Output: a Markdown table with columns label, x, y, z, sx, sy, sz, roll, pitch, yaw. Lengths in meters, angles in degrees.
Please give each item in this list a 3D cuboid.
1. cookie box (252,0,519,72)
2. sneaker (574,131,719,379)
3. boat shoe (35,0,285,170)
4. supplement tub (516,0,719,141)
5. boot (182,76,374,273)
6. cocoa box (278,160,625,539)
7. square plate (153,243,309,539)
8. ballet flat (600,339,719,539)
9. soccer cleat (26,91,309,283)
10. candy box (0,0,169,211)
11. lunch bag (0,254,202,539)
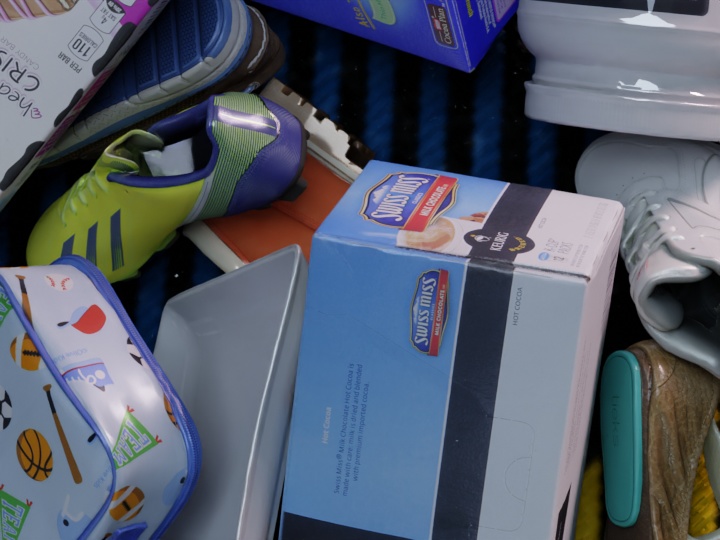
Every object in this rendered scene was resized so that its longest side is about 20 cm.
| label | x | y | z | sx | sy | sz | roll | pitch | yaw |
| --- | --- | --- | --- | --- | --- | --- | --- | --- | --- |
| cookie box | -0.022 | -0.208 | 1.409 | 0.200 | 0.171 | 0.075 | 21 | 58 | 29 |
| sneaker | 0.161 | -0.008 | 1.361 | 0.200 | 0.099 | 0.078 | 45 | 121 | 38 |
| boat shoe | -0.128 | -0.088 | 1.466 | 0.200 | 0.072 | 0.072 | -16 | 63 | 33 |
| supplement tub | 0.152 | -0.170 | 1.385 | 0.140 | 0.140 | 0.200 | 7 | 96 | 12 |
| boot | 0.000 | 0.000 | 1.431 | 0.200 | 0.075 | 0.107 | 38 | 92 | 22 |
| cocoa box | 0.041 | 0.066 | 1.323 | 0.131 | 0.133 | 0.200 | 10 | 109 | 10 |
| square plate | -0.075 | 0.099 | 1.364 | 0.028 | 0.198 | 0.200 | 16 | 76 | -20 |
| ballet flat | 0.148 | 0.135 | 1.362 | 0.072 | 0.068 | 0.200 | 6 | 89 | -21 |
| soccer cleat | -0.113 | -0.045 | 1.415 | 0.200 | 0.084 | 0.065 | -22 | 57 | 40 |
| candy box | -0.192 | -0.126 | 1.396 | 0.136 | 0.061 | 0.200 | 39 | 102 | -1 |
| lunch bag | -0.166 | 0.103 | 1.379 | 0.160 | 0.075 | 0.200 | 54 | 131 | 21 |
